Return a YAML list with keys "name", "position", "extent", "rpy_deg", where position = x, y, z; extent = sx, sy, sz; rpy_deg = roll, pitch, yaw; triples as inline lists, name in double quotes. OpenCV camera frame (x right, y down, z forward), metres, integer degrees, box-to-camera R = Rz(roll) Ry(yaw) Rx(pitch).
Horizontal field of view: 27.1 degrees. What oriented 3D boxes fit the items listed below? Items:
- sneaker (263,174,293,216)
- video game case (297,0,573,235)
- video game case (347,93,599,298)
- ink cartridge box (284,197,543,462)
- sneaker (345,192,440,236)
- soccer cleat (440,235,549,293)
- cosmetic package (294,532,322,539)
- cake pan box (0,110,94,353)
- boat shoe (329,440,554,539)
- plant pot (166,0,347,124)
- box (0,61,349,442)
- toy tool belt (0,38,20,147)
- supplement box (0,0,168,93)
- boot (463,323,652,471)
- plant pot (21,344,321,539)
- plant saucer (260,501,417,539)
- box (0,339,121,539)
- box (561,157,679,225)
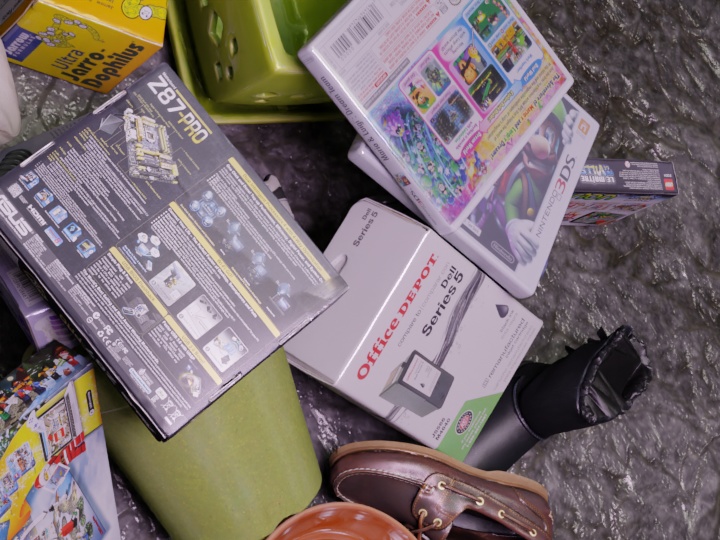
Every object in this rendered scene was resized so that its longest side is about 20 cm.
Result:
- name: "sneaker"
  position: [-0.144, -0.050, 1.219]
  extent: [0.200, 0.076, 0.088]
  rpy_deg: [8, 56, -37]
- name: "video game case"
  position: [0.065, -0.158, 1.167]
  extent: [0.182, 0.024, 0.200]
  rpy_deg: [51, 56, -16]
- name: "video game case"
  position: [0.098, -0.106, 1.210]
  extent: [0.200, 0.023, 0.182]
  rpy_deg: [38, 61, -25]
- name: "ink cartridge box"
  position: [0.042, 0.053, 1.222]
  extent: [0.200, 0.084, 0.146]
  rpy_deg: [36, 83, -48]
- name: "sneaker"
  position: [0.000, 0.000, 1.302]
  extent: [0.200, 0.071, 0.099]
  rpy_deg: [-34, 78, -27]
- name: "soccer cleat"
  position: [0.078, -0.058, 1.272]
  extent: [0.200, 0.065, 0.084]
  rpy_deg: [42, 31, 4]
- name: "cosmetic package"
  position: [-0.090, 0.291, 1.135]
  extent: [0.101, 0.071, 0.200]
  rpy_deg: [51, 54, -11]
- name: "cake pan box"
  position: [-0.186, -0.040, 1.082]
  extent: [0.184, 0.200, 0.052]
  rpy_deg: [-29, 135, -17]
- name: "boat shoe"
  position: [0.070, 0.195, 1.236]
  extent: [0.199, 0.070, 0.070]
  rpy_deg: [14, 47, -12]
- name: "plant pot"
  position: [-0.058, -0.228, 1.257]
  extent: [0.200, 0.181, 0.200]
  rpy_deg: [-7, 78, -36]
- name: "box"
  position: [-0.131, -0.013, 0.986]
  extent: [0.161, 0.049, 0.200]
  rpy_deg: [-40, 90, -16]
- name: "toy tool belt"
  position: [-0.332, -0.174, 1.088]
  extent: [0.123, 0.125, 0.201]
  rpy_deg: [-8, 79, -45]
- name: "supplement box"
  position: [-0.217, -0.265, 1.204]
  extent: [0.109, 0.109, 0.201]
  rpy_deg: [17, 66, -29]
- name: "boot"
  position: [0.156, 0.129, 1.301]
  extent: [0.198, 0.162, 0.073]
  rpy_deg: [-44, 103, -35]
- name: "plant pot"
  position: [-0.120, 0.104, 1.119]
  extent: [0.200, 0.200, 0.190]
  rpy_deg: [-36, 108, -37]
- name: "plant saucer"
  position: [-0.016, 0.277, 1.127]
  extent: [0.200, 0.032, 0.201]
  rpy_deg: [12, 69, -34]
- name: "box"
  position: [-0.232, 0.162, 1.017]
  extent: [0.038, 0.200, 0.137]
  rpy_deg: [28, 48, 27]
- name: "box"
  position: [0.195, -0.075, 1.428]
  extent: [0.200, 0.110, 0.035]
  rpy_deg: [0, 75, -35]
